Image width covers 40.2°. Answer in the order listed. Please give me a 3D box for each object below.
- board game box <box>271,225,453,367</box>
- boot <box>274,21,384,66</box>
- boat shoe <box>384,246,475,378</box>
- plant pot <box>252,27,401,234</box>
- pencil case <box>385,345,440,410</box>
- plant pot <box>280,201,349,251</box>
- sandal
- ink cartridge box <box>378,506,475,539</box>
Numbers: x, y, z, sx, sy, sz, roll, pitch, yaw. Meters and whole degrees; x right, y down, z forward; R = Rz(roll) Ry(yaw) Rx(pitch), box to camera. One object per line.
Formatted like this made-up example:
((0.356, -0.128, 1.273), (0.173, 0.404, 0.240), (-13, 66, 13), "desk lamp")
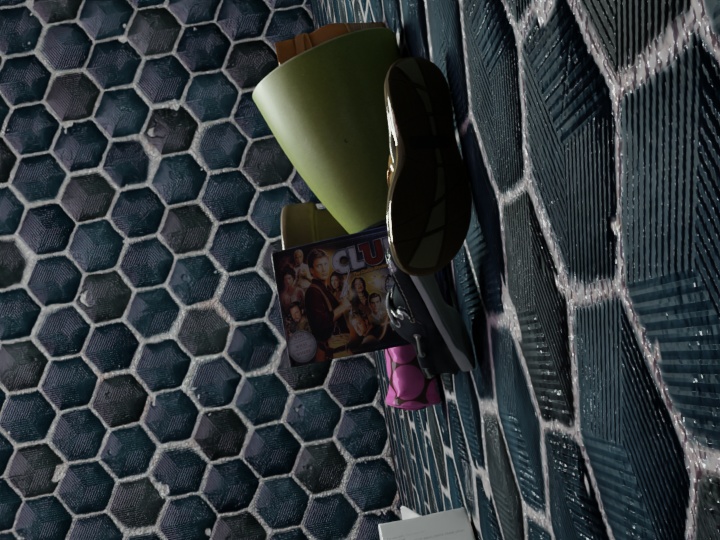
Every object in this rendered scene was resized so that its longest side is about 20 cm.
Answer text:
((0.003, 0.026, 1.129), (0.035, 0.197, 0.138), (8, -109, -73), "board game box")
((-0.029, -0.228, 1.303), (0.077, 0.153, 0.204), (149, 110, -86), "boot")
((0.057, 0.045, 0.951), (0.076, 0.059, 0.201), (-95, -19, -44), "boat shoe")
((-0.005, -0.151, 1.167), (0.187, 0.185, 0.203), (112, 135, -85), "plant pot")
((0.059, 0.101, 1.421), (0.093, 0.090, 0.204), (-19, 77, 52), "pencil case")
((0.000, 0.000, 1.272), (0.200, 0.172, 0.204), (-11, -90, -88), "plant pot")
((0.052, -0.092, 0.888), (0.054, 0.079, 0.204), (137, 130, -67), "sandal")
((0.100, 0.418, 1.293), (0.202, 0.123, 0.130), (-103, 4, -47), "ink cartridge box")
